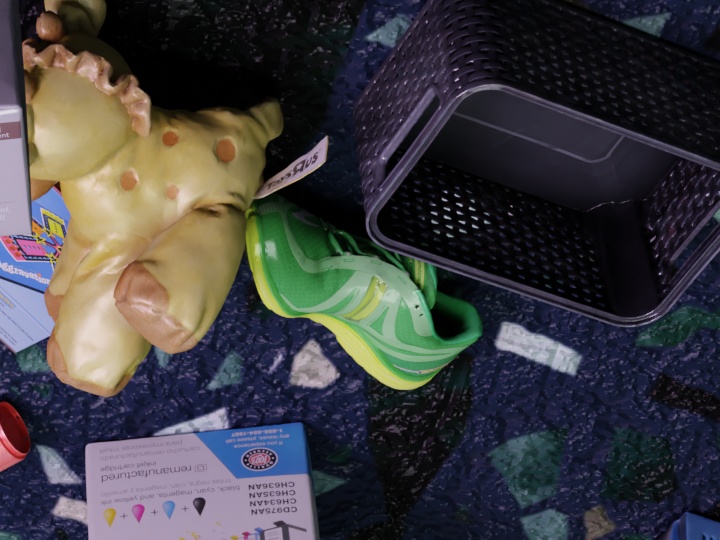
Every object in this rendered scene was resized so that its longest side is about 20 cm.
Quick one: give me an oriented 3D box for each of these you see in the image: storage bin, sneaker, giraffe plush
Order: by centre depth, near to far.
[{"bbox_3d":[-0.142,-0.056,1.637,0.162,0.173,0.200,36,117,-25],"label":"giraffe plush"},{"bbox_3d":[0.109,-0.066,1.692,0.199,0.094,0.135,18,131,-24],"label":"storage bin"},{"bbox_3d":[0.000,0.000,1.765,0.083,0.074,0.200,-28,142,25],"label":"sneaker"}]

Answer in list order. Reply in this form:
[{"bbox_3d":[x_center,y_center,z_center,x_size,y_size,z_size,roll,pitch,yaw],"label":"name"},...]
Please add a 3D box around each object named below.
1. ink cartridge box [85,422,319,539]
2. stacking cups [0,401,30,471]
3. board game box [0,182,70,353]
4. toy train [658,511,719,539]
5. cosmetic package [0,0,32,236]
[{"bbox_3d":[-0.093,0.222,1.888,0.146,0.201,0.145,-5,137,-2],"label":"ink cartridge box"},{"bbox_3d":[-0.296,0.145,1.884,0.199,0.061,0.061,-24,134,17],"label":"stacking cups"},{"bbox_3d":[-0.218,-0.032,1.739,0.102,0.020,0.200,-25,133,20],"label":"board game box"},{"bbox_3d":[0.223,0.253,2.049,0.114,0.087,0.200,21,133,-14],"label":"toy train"},{"bbox_3d":[-0.213,-0.107,1.432,0.106,0.201,0.091,-4,137,-4],"label":"cosmetic package"}]
